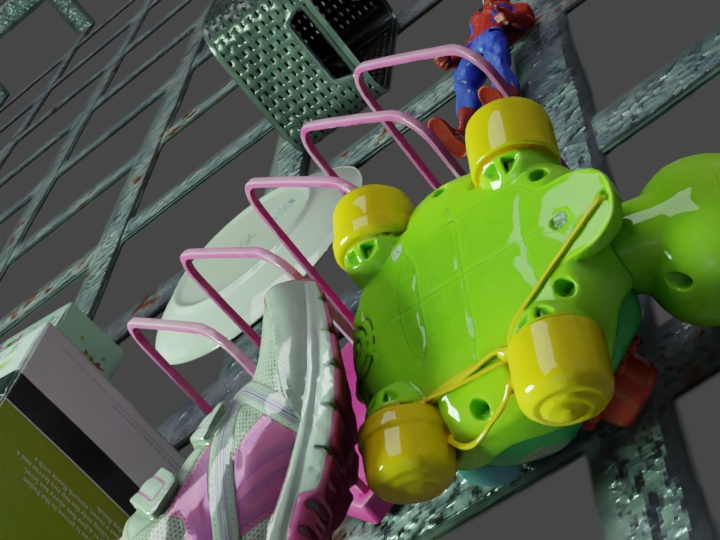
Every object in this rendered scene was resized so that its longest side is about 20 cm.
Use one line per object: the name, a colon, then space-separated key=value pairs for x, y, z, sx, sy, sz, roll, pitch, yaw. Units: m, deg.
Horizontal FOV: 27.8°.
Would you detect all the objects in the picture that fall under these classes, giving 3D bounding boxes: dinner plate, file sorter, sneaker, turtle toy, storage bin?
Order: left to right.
sneaker: x=-0.051 y=0.093 z=0.577 sx=0.087 sy=0.082 sz=0.202 roll=5 pitch=61 yaw=9
dinner plate: x=-0.080 y=-0.012 z=1.057 sx=0.199 sy=0.024 sz=0.201 roll=-35 pitch=21 yaw=16
storage bin: x=-0.047 y=-0.207 z=1.227 sx=0.093 sy=0.135 sz=0.200 roll=-34 pitch=21 yaw=19
file sorter: x=0.000 y=0.000 z=0.729 sx=0.200 sy=0.126 sz=0.139 roll=-49 pitch=21 yaw=-19
turtle toy: x=0.077 y=0.012 z=0.590 sx=0.199 sy=0.101 sz=0.147 roll=-30 pitch=49 yaw=29

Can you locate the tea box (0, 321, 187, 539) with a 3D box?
tea box: x=-0.220 y=0.168 z=0.779 sx=0.199 sy=0.134 sz=0.197 roll=-31 pitch=22 yaw=29

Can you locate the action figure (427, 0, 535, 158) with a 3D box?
action figure: x=0.086 y=-0.150 z=1.000 sx=0.065 sy=0.052 sz=0.201 roll=-35 pitch=18 yaw=28

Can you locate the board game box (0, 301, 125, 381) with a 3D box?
board game box: x=-0.288 y=0.123 z=1.107 sx=0.199 sy=0.064 sz=0.148 roll=-27 pitch=25 yaw=39
